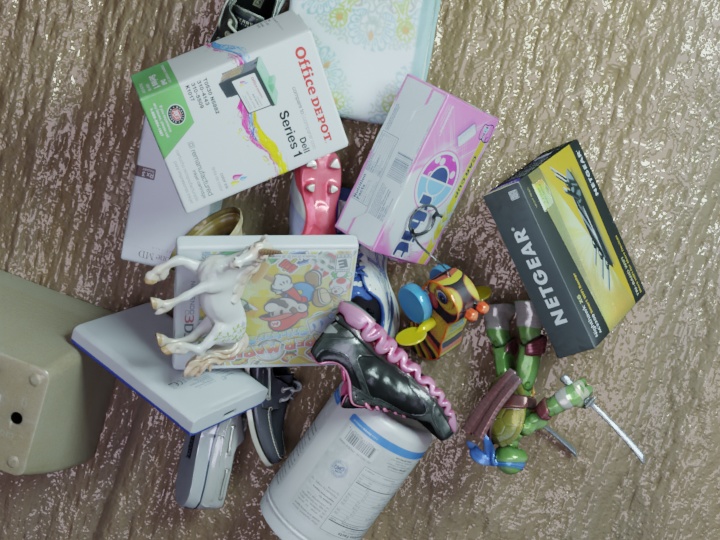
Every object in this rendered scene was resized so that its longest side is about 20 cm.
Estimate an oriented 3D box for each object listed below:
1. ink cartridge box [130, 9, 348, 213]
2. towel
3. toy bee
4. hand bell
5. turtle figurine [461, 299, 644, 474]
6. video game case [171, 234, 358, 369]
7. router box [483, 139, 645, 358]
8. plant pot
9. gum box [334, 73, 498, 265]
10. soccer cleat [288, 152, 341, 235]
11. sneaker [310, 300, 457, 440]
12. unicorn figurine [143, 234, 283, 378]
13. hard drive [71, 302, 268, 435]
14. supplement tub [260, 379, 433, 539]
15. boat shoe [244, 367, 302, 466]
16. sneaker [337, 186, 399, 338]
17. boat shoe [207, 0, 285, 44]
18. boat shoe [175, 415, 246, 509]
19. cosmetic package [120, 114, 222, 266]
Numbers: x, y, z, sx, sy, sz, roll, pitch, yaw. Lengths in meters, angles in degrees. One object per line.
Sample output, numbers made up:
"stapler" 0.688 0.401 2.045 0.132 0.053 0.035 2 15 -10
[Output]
"ink cartridge box" -0.130 -0.175 1.358 0.198 0.084 0.146 -23 120 -6
"towel" 0.000 -0.274 1.425 0.169 0.048 0.202 12 103 8
"toy bee" 0.093 0.041 1.403 0.131 0.200 0.109 -43 55 -10
"hand bell" -0.123 0.035 1.441 0.104 0.104 0.201 -31 117 12
"turtle figurine" 0.212 0.133 1.442 0.197 0.144 0.196 -4 85 2
"video game case" -0.109 0.038 1.390 0.198 0.023 0.183 -1 130 -12
"router box" 0.231 -0.027 1.384 0.052 0.157 0.202 -20 100 39
"plant pot" -0.417 0.138 1.496 0.198 0.177 0.202 20 103 3
"gum box" 0.062 -0.105 1.399 0.066 0.113 0.202 33 101 35
"soccer cleat" -0.058 -0.046 1.436 0.066 0.076 0.202 4 100 -14
"sneaker" 0.023 0.129 1.392 0.095 0.079 0.200 -46 101 -7
"unicorn figurine" -0.156 0.027 1.319 0.136 0.201 0.074 -14 56 -12
"hard drive" -0.223 0.111 1.451 0.199 0.131 0.026 33 119 25
"supplement tub" -0.016 0.234 1.485 0.131 0.132 0.201 36 104 -1
"boat shoe" -0.105 0.138 1.508 0.062 0.073 0.202 -6 95 9
"sneaker" 0.000 0.000 1.458 0.075 0.088 0.202 -18 97 12
"boat shoe" -0.132 -0.274 1.402 0.070 0.064 0.202 20 84 0
"boat shoe" -0.173 0.198 1.533 0.065 0.072 0.202 13 88 -29
"cosmetic package" -0.214 -0.103 1.474 0.100 0.074 0.202 12 102 4
